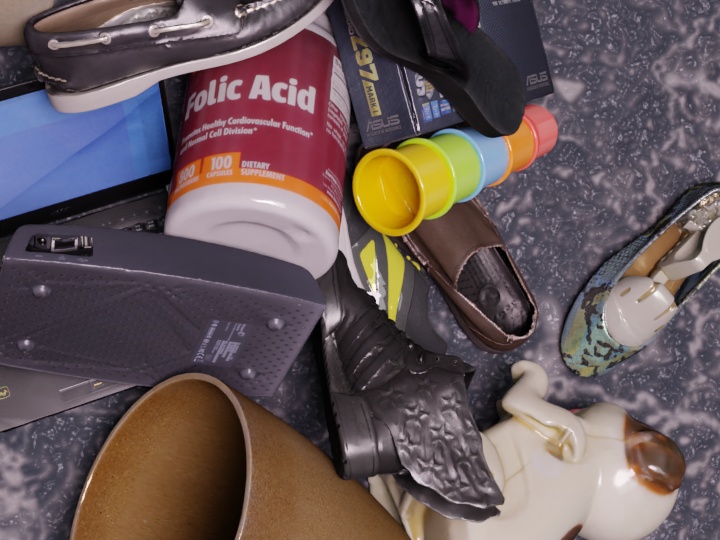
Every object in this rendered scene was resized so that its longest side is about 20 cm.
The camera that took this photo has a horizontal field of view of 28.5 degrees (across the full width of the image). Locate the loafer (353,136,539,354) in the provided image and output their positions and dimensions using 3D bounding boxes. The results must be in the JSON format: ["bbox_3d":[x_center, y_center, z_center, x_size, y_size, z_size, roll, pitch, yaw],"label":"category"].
[{"bbox_3d":[0.074,-0.025,1.044,0.073,0.071,0.200,-42,102,-12],"label":"loafer"}]

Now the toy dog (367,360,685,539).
[{"bbox_3d":[0.133,0.155,1.009,0.199,0.194,0.140,-12,137,-21],"label":"toy dog"}]

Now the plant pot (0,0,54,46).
[{"bbox_3d":[-0.291,-0.211,0.880,0.183,0.200,0.201,0,91,-29],"label":"plant pot"}]

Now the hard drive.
[{"bbox_3d":[-0.134,0.027,0.907,0.199,0.135,0.042,9,54,-17],"label":"hard drive"}]

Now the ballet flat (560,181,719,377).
[{"bbox_3d":[0.234,0.003,1.097,0.074,0.074,0.200,44,79,-13],"label":"ballet flat"}]

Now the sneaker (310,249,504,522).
[{"bbox_3d":[0.027,0.071,0.936,0.104,0.060,0.201,-5,62,-9],"label":"sneaker"}]

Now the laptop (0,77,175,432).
[{"bbox_3d":[-0.189,-0.019,0.944,0.177,0.103,0.201,-18,82,-15],"label":"laptop"}]

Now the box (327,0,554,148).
[{"bbox_3d":[0.055,-0.182,0.993,0.200,0.051,0.158,-22,98,-53],"label":"box"}]

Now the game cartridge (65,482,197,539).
[{"bbox_3d":[-0.186,0.261,0.992,0.130,0.038,0.200,44,79,-9],"label":"game cartridge"}]

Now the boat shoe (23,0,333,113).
[{"bbox_3d":[-0.112,-0.164,0.888,0.199,0.074,0.060,-20,129,-2],"label":"boat shoe"}]

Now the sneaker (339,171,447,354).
[{"bbox_3d":[0.000,0.000,1.032,0.084,0.074,0.201,-20,95,-38],"label":"sneaker"}]

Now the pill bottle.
[{"bbox_3d":[-0.063,-0.099,0.945,0.114,0.114,0.201,14,59,-17],"label":"pill bottle"}]

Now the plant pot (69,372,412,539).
[{"bbox_3d":[-0.062,0.189,0.947,0.200,0.186,0.187,28,83,-38],"label":"plant pot"}]

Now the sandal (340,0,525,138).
[{"bbox_3d":[0.058,-0.155,0.909,0.200,0.048,0.076,31,60,-44],"label":"sandal"}]

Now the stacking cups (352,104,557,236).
[{"bbox_3d":[0.073,-0.079,1.011,0.200,0.060,0.061,-27,101,-51],"label":"stacking cups"}]
